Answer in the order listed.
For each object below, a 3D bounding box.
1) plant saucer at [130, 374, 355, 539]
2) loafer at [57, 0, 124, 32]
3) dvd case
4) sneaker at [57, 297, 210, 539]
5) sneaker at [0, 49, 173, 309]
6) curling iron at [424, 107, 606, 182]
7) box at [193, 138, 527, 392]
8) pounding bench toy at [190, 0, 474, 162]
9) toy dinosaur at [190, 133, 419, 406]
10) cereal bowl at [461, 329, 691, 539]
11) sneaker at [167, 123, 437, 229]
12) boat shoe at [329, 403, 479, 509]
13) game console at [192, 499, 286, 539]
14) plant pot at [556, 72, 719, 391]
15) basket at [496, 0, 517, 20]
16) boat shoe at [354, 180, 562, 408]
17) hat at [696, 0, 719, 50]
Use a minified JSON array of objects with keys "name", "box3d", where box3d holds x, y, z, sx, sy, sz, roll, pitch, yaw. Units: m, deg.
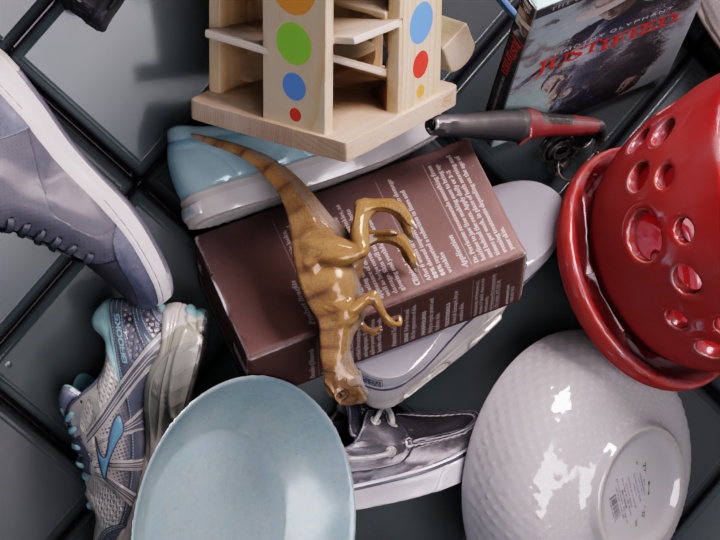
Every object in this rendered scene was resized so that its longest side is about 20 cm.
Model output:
[{"name":"plant saucer","box3d":[-0.084,0.167,1.636,0.201,0.039,0.202,-2,93,-46]},{"name":"loafer","box3d":[-0.116,-0.236,1.599,0.201,0.068,0.070,-44,101,2]},{"name":"dvd case","box3d":[0.158,-0.156,1.678,0.146,0.200,0.022,-22,70,-15]},{"name":"sneaker","box3d":[-0.160,0.108,1.684,0.086,0.078,0.201,16,104,2]},{"name":"sneaker","box3d":[-0.225,-0.021,1.602,0.146,0.077,0.202,-44,104,-18]},{"name":"curling iron","box3d":[0.107,-0.089,1.700,0.200,0.026,0.050,3,118,-55]},{"name":"box","box3d":[0.000,0.000,1.675,0.199,0.100,0.075,-19,153,-12]},{"name":"pounding bench toy","box3d":[-0.001,-0.185,1.614,0.200,0.124,0.156,-30,129,-48]},{"name":"toy dinosaur","box3d":[-0.021,-0.016,1.593,0.106,0.060,0.201,-20,86,-9]},{"name":"cereal bowl","box3d":[0.166,0.146,1.768,0.200,0.083,0.201,-13,109,-43]},{"name":"sneaker","box3d":[-0.036,-0.093,1.672,0.200,0.074,0.082,-19,87,-28]},{"name":"boat shoe","box3d":[0.003,0.120,1.745,0.199,0.072,0.068,-13,110,-10]},{"name":"game console","box3d":[-0.079,0.271,1.690,0.176,0.116,0.200,-52,135,7]},{"name":"plant pot","box3d":[0.243,-0.024,1.710,0.200,0.182,0.201,20,59,-38]},{"name":"basket","box3d":[0.104,-0.281,1.638,0.200,0.139,0.176,43,87,-16]},{"name":"boat shoe","box3d":[0.067,0.020,1.745,0.200,0.071,0.070,-47,159,-23]},{"name":"hat","box3d":[0.319,-0.228,1.736,0.200,0.081,0.201,2,82,-14]}]
